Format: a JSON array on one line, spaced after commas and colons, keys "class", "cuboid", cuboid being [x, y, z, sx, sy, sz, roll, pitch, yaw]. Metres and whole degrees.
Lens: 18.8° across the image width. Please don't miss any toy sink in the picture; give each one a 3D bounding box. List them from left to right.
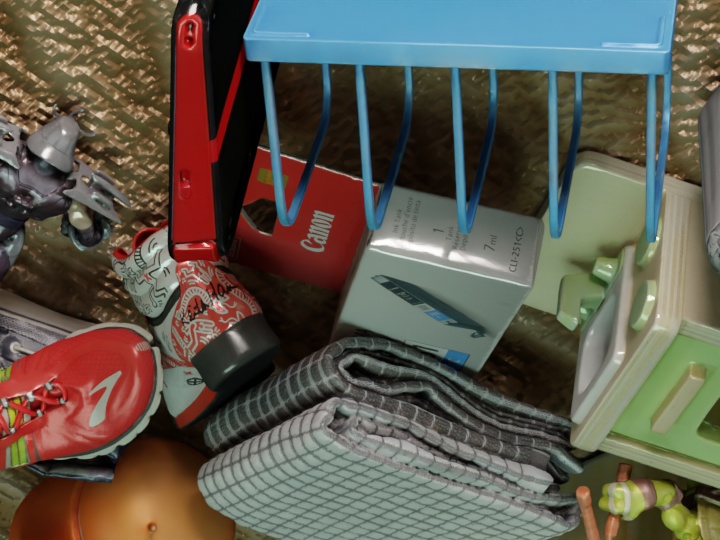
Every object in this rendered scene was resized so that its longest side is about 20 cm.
[{"class": "toy sink", "cuboid": [0.187, 0.039, 1.238, 0.199, 0.112, 0.131, 19, 137, -8]}]

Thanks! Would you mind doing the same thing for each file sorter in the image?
[{"class": "file sorter", "cuboid": [0.057, -0.095, 1.086, 0.199, 0.139, 0.123, 3, 125, 10]}]

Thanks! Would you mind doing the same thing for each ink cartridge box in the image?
[{"class": "ink cartridge box", "cuboid": [0.000, 0.000, 1.240, 0.175, 0.045, 0.200, 14, 161, -2]}]

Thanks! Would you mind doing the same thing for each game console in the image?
[{"class": "game console", "cuboid": [-0.065, -0.122, 1.057, 0.031, 0.201, 0.177, 6, 138, 5]}]

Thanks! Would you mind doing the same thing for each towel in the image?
[{"class": "towel", "cuboid": [0.021, 0.115, 1.341, 0.199, 0.086, 0.165, 20, 150, -27]}]

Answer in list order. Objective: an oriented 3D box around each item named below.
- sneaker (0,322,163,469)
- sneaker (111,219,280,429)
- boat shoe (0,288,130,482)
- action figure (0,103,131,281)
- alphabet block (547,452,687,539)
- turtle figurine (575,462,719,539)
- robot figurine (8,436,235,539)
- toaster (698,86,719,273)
[{"class": "sneaker", "cuboid": [-0.210, 0.089, 1.306, 0.199, 0.085, 0.077, -22, 86, 19]}, {"class": "sneaker", "cuboid": [-0.105, 0.028, 1.339, 0.108, 0.067, 0.201, 57, 165, 6]}, {"class": "boat shoe", "cuboid": [-0.229, 0.070, 1.386, 0.199, 0.093, 0.075, 14, 138, -2]}, {"class": "action figure", "cuboid": [-0.220, -0.031, 1.296, 0.130, 0.069, 0.200, 35, 121, -14]}, {"class": "alphabet block", "cuboid": [0.165, 0.268, 1.428, 0.196, 0.201, 0.195, 37, 133, -25]}, {"class": "turtle figurine", "cuboid": [0.203, 0.141, 1.308, 0.064, 0.162, 0.200, -26, 126, 34]}, {"class": "robot figurine", "cuboid": [-0.161, 0.179, 1.457, 0.143, 0.117, 0.200, 25, 148, -28]}, {"class": "toaster", "cuboid": [0.255, -0.061, 1.088, 0.113, 0.130, 0.200, 29, 135, -20]}]
